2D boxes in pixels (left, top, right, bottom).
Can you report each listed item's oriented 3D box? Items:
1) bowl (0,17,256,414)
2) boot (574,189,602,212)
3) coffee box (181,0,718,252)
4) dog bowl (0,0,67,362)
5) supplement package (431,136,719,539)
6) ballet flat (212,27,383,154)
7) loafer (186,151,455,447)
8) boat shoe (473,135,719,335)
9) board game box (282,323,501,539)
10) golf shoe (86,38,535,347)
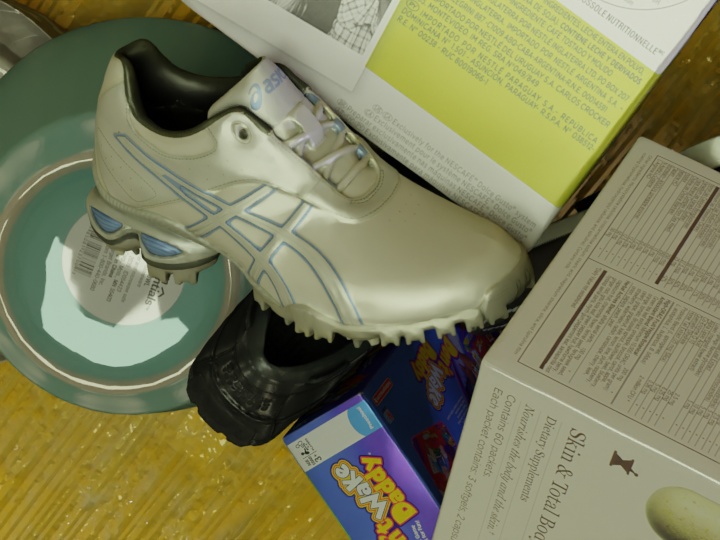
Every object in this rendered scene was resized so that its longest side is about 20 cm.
[{"bbox_3d":[-0.108,-0.012,0.968,0.200,0.105,0.202,2,107,5],"label":"bowl"},{"bbox_3d":[0.187,0.023,0.948,0.199,0.070,0.132,5,111,35],"label":"boot"},{"bbox_3d":[0.065,-0.162,0.890,0.200,0.200,0.198,36,110,2],"label":"coffee box"},{"bbox_3d":[-0.209,-0.053,1.062,0.199,0.059,0.201,3,106,12],"label":"dog bowl"},{"bbox_3d":[0.153,0.082,0.809,0.199,0.151,0.152,27,138,14],"label":"supplement package"},{"bbox_3d":[0.002,-0.065,1.013,0.199,0.046,0.068,28,109,5],"label":"ballet flat"},{"bbox_3d":[0.000,0.000,0.909,0.068,0.201,0.070,44,141,-2],"label":"loafer"},{"bbox_3d":[0.116,-0.003,0.923,0.201,0.072,0.061,-29,81,47],"label":"boat shoe"},{"bbox_3d":[0.046,0.088,0.962,0.045,0.200,0.135,-32,95,22],"label":"board game box"},{"bbox_3d":[-0.026,-0.034,0.822,0.199,0.078,0.098,15,129,21],"label":"golf shoe"}]
